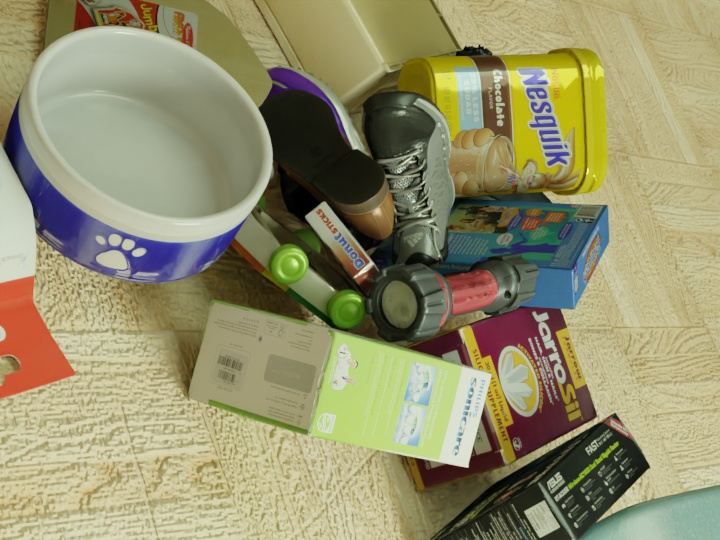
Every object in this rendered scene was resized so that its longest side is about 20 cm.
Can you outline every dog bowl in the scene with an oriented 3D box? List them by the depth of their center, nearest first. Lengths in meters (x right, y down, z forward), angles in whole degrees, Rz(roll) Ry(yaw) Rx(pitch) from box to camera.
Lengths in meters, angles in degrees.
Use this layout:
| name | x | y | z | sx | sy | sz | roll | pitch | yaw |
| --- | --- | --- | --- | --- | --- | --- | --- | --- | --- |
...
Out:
| name | x | y | z | sx | sy | sz | roll | pitch | yaw |
| --- | --- | --- | --- | --- | --- | --- | --- | --- | --- |
| dog bowl | -0.173 | -0.091 | 1.383 | 0.199 | 0.079 | 0.201 | 18 | 45 | -19 |

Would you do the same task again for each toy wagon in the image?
| name | x | y | z | sx | sy | sz | roll | pitch | yaw |
| --- | --- | --- | --- | --- | --- | --- | --- | --- | --- |
| toy wagon | -0.074 | -0.023 | 1.527 | 0.200 | 0.040 | 0.155 | 38 | 7 | -27 |

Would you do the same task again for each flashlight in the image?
| name | x | y | z | sx | sy | sz | roll | pitch | yaw |
| --- | --- | --- | --- | --- | --- | --- | --- | --- | --- |
| flashlight | 0.086 | 0.018 | 1.543 | 0.068 | 0.068 | 0.199 | 30 | 24 | 31 |

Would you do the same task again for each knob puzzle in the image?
| name | x | y | z | sx | sy | sz | roll | pitch | yaw |
| --- | --- | --- | --- | --- | --- | --- | --- | --- | --- |
| knob puzzle | -0.174 | -0.171 | 1.526 | 0.218 | 0.030 | 0.221 | 12 | 52 | -16 |

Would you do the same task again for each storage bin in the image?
| name | x | y | z | sx | sy | sz | roll | pitch | yaw |
| --- | --- | --- | --- | --- | --- | --- | --- | --- | --- |
| storage bin | -0.007 | -0.276 | 1.851 | 0.201 | 0.094 | 0.198 | 60 | 31 | 5 |

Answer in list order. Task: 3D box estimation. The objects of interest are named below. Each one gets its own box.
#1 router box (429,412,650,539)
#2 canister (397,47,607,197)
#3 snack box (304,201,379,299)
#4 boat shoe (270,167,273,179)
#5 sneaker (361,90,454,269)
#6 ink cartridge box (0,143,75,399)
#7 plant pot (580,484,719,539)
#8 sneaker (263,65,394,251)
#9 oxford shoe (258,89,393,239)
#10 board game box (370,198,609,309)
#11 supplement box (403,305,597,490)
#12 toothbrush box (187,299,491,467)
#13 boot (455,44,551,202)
| name | x | y | z | sx | sy | sz | roll | pitch | yaw |
| --- | --- | --- | --- | --- | --- | --- | --- | --- | --- |
| router box | 0.154 | 0.212 | 1.583 | 0.062 | 0.150 | 0.200 | 57 | 31 | 4 |
| canister | 0.141 | -0.145 | 1.781 | 0.199 | 0.086 | 0.150 | -5 | 95 | -28 |
| snack box | 0.000 | 0.000 | 1.576 | 0.072 | 0.024 | 0.200 | 52 | -1 | 19 |
| boat shoe | -0.144 | -0.156 | 1.584 | 0.201 | 0.069 | 0.071 | 63 | -13 | 12 |
| sneaker | 0.049 | -0.065 | 1.584 | 0.200 | 0.075 | 0.116 | 62 | 24 | -57 |
| ink cartridge box | -0.285 | -0.006 | 1.263 | 0.160 | 0.047 | 0.201 | -16 | 73 | -58 |
| plant pot | 0.227 | 0.318 | 1.567 | 0.199 | 0.196 | 0.197 | 2 | 60 | -36 |
| sneaker | -0.046 | -0.101 | 1.658 | 0.201 | 0.070 | 0.099 | 56 | 36 | 6 |
| oxford shoe | -0.033 | -0.091 | 1.584 | 0.200 | 0.071 | 0.071 | 51 | -9 | 43 |
| board game box | 0.126 | -0.020 | 1.718 | 0.152 | 0.199 | 0.045 | -51 | 140 | -57 |
| supplement box | 0.119 | 0.111 | 1.654 | 0.200 | 0.103 | 0.132 | -16 | 86 | -58 |
| toothbrush box | -0.015 | 0.092 | 1.443 | 0.199 | 0.145 | 0.087 | 15 | 88 | -48 |
| boot | 0.159 | -0.137 | 1.897 | 0.199 | 0.076 | 0.169 | 19 | 87 | -40 |
